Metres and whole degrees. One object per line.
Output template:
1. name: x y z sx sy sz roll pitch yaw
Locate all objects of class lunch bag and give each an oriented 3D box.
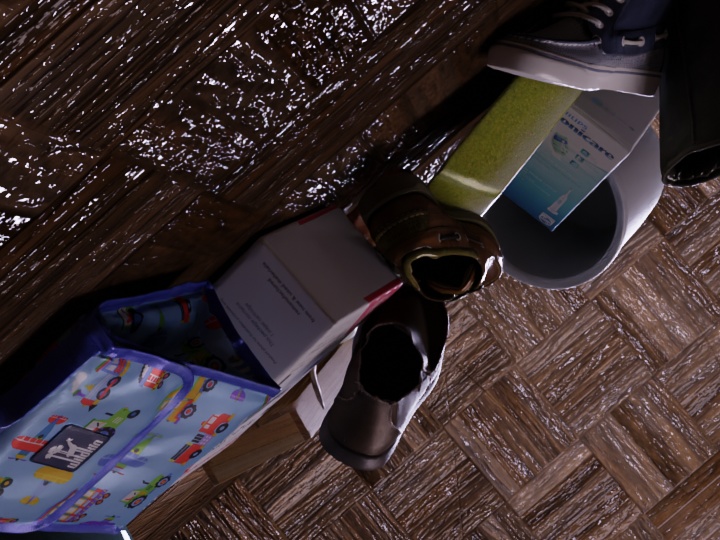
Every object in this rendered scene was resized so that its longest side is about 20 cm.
1. lunch bag: -0.163 0.079 0.972 0.150 0.094 0.200 -41 162 15

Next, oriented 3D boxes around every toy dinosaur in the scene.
1. toy dinosaur: -0.020 0.006 1.328 0.106 0.060 0.201 126 -15 -85

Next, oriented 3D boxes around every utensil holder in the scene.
1. utensil holder: 0.231 -0.090 1.810 0.170 0.170 0.200 -44 176 31

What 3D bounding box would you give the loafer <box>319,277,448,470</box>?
1. loafer: 0.030 0.065 1.254 0.200 0.073 0.071 -69 -176 -52

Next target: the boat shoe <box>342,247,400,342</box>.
1. boat shoe: 0.001 0.000 1.535 0.201 0.070 0.072 -32 147 -33

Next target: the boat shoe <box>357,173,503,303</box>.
1. boat shoe: 0.060 -0.006 1.258 0.072 0.068 0.200 -34 154 17

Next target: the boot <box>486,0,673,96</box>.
1. boot: 0.162 -0.180 1.217 0.200 0.073 0.091 -4 109 -55

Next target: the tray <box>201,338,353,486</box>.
1. tray: -0.066 0.118 1.464 0.098 0.037 0.200 -28 -174 18

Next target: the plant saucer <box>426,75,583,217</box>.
1. plant saucer: 0.114 -0.101 1.342 0.200 0.048 0.200 -50 178 -20

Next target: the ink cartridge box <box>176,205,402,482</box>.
1. ink cartridge box: -0.083 0.056 1.223 0.200 0.084 0.145 -43 174 23

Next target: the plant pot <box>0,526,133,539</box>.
1. plant pot: -0.226 0.214 1.132 0.200 0.199 0.135 -25 126 -71

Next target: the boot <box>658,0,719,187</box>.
1. boot: 0.273 -0.184 1.256 0.182 0.072 0.201 129 -29 -57

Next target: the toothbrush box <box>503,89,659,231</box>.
1. toothbrush box: 0.212 -0.144 1.525 0.147 0.085 0.200 -53 -179 -22
